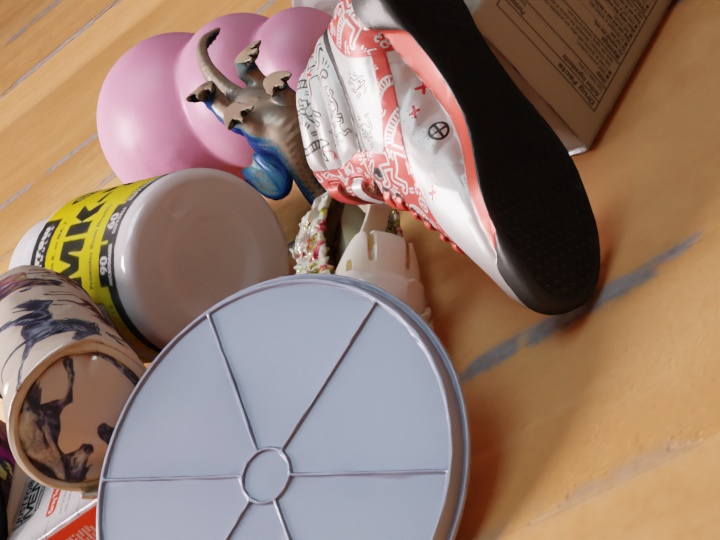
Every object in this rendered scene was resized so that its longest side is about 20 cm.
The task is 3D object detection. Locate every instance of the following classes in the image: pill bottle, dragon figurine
[{"bbox_3d":[-0.141,0.002,1.100,0.200,0.114,0.115,-8,44,56],"label":"pill bottle"},{"bbox_3d":[-0.053,-0.084,1.083,0.059,0.100,0.200,-41,34,-8],"label":"dragon figurine"}]

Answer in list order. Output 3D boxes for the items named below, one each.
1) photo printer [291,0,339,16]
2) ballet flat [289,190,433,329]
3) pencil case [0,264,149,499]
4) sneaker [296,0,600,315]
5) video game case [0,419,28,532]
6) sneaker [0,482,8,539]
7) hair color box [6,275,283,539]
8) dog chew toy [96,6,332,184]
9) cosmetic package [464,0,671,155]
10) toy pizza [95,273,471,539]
[{"bbox_3d":[0.037,-0.262,1.274,0.200,0.069,0.167,-25,31,41],"label":"photo printer"},{"bbox_3d":[0.000,0.000,0.904,0.200,0.075,0.064,-114,42,-64],"label":"ballet flat"},{"bbox_3d":[-0.161,0.058,0.939,0.077,0.090,0.200,-20,17,-14],"label":"pencil case"},{"bbox_3d":[0.037,-0.047,0.860,0.067,0.202,0.108,-14,-23,-38],"label":"sneaker"},{"bbox_3d":[-0.277,0.118,1.034,0.036,0.200,0.182,-46,22,19],"label":"video game case"},{"bbox_3d":[-0.249,0.102,0.986,0.081,0.201,0.073,-13,-25,-15],"label":"sneaker"},{"bbox_3d":[-0.099,0.100,0.939,0.200,0.061,0.102,-34,25,24],"label":"hair color box"},{"bbox_3d":[-0.086,-0.119,1.203,0.199,0.125,0.125,-19,34,32],"label":"dog chew toy"},{"bbox_3d":[0.108,-0.163,0.957,0.087,0.103,0.200,-12,39,54],"label":"cosmetic package"},{"bbox_3d":[-0.036,0.098,0.801,0.199,0.032,0.201,-13,62,26],"label":"toy pizza"}]
